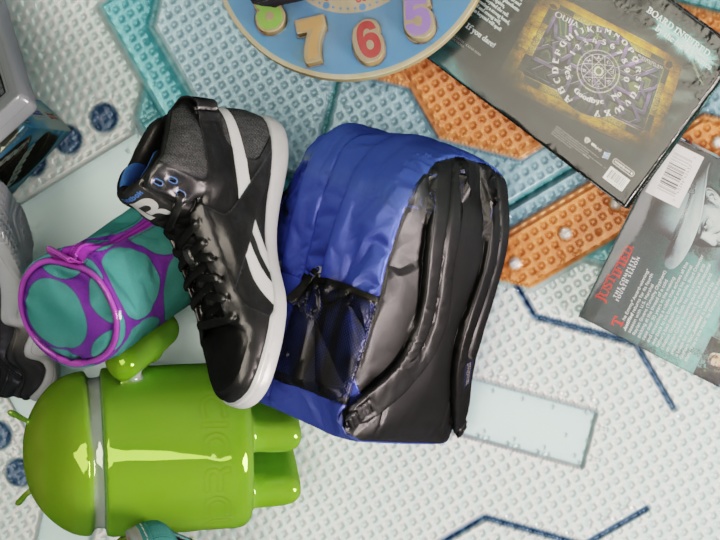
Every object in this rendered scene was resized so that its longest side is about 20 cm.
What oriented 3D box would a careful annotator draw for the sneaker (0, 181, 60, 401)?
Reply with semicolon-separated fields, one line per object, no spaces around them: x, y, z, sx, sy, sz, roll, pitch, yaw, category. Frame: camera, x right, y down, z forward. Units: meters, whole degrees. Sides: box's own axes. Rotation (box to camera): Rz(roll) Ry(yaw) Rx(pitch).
-0.277;0.023;1.741;0.113;0.076;0.201;-9;135;1;sneaker

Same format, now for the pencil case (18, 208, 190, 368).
-0.143;-0.011;1.710;0.085;0.200;0.093;21;125;24;pencil case

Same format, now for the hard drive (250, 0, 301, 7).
0.007;-0.266;1.675;0.199;0.038;0.141;-14;85;27;hard drive

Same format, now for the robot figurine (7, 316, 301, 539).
-0.142;0.124;1.741;0.199;0.116;0.176;-3;117;-7;robot figurine

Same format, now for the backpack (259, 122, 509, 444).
0.000;0.000;1.708;0.167;0.162;0.201;21;98;26;backpack

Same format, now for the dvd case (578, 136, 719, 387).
0.270;0.012;1.741;0.199;0.022;0.147;26;96;5;dvd case

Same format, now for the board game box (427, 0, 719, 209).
0.145;-0.156;1.736;0.200;0.028;0.136;38;97;11;board game box

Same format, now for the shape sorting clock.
-0.006;-0.228;1.739;0.199;0.039;0.201;-3;72;11;shape sorting clock

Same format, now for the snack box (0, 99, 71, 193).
-0.296;-0.039;1.768;0.037;0.116;0.200;45;98;6;snack box

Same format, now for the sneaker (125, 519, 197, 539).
-0.097;0.227;1.740;0.080;0.200;0.072;-29;46;-1;sneaker

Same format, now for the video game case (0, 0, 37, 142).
-0.308;-0.114;1.737;0.182;0.200;0.022;-40;130;14;video game case

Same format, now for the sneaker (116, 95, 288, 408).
-0.110;-0.015;1.639;0.111;0.073;0.201;14;68;-34;sneaker
